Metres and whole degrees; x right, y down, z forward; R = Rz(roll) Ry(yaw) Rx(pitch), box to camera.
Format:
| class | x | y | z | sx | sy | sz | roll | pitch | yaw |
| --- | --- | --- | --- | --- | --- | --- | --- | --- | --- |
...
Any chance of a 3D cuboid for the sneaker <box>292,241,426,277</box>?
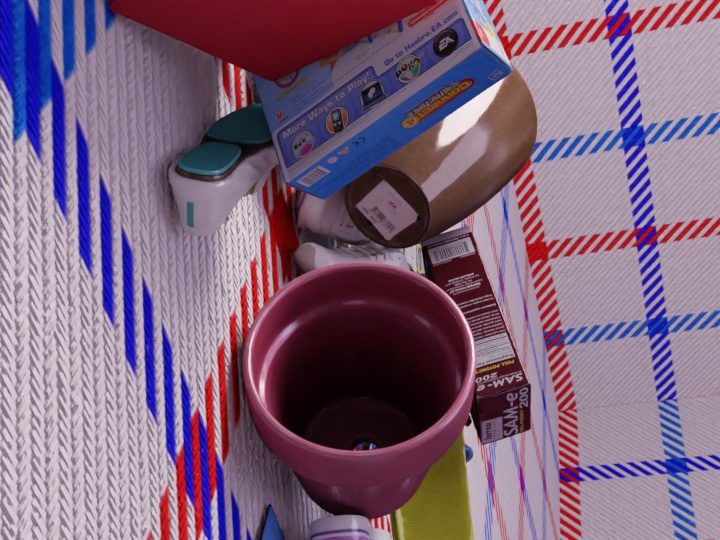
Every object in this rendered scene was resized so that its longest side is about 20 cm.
| class | x | y | z | sx | sy | sz | roll | pitch | yaw |
| --- | --- | --- | --- | --- | --- | --- | --- | --- | --- |
| sneaker | 0.000 | 0.000 | 1.159 | 0.081 | 0.070 | 0.200 | -54 | 145 | 4 |

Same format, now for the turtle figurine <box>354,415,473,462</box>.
| class | x | y | z | sx | sy | sz | roll | pitch | yaw |
| --- | --- | --- | --- | --- | --- | --- | --- | --- | --- |
| turtle figurine | 0.005 | 0.164 | 1.181 | 0.143 | 0.199 | 0.196 | -23 | 82 | -48 |

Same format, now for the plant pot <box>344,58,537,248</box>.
| class | x | y | z | sx | sy | sz | roll | pitch | yaw |
| --- | --- | --- | --- | --- | --- | --- | --- | --- | --- |
| plant pot | 0.065 | -0.114 | 1.135 | 0.201 | 0.184 | 0.189 | -54 | 136 | -47 |

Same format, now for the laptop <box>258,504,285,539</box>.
| class | x | y | z | sx | sy | sz | roll | pitch | yaw |
| --- | --- | --- | --- | --- | --- | --- | --- | --- | --- |
| laptop | -0.023 | 0.331 | 0.918 | 0.116 | 0.198 | 0.189 | -40 | 128 | -32 |

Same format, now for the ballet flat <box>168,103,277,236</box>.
| class | x | y | z | sx | sy | sz | roll | pitch | yaw |
| --- | --- | --- | --- | --- | --- | --- | --- | --- | --- |
| ballet flat | -0.107 | -0.083 | 0.915 | 0.200 | 0.068 | 0.071 | -58 | 139 | -63 |

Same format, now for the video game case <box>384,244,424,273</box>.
| class | x | y | z | sx | sy | sz | roll | pitch | yaw |
| --- | --- | --- | --- | --- | --- | --- | --- | --- | --- |
| video game case | 0.066 | 0.032 | 1.338 | 0.182 | 0.023 | 0.204 | 31 | 54 | -60 |

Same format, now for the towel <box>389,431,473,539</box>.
| class | x | y | z | sx | sy | sz | roll | pitch | yaw |
| --- | --- | --- | --- | --- | --- | --- | --- | --- | --- |
| towel | 0.067 | 0.190 | 1.106 | 0.018 | 0.084 | 0.204 | 158 | -73 | -79 |

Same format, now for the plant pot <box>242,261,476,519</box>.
| class | x | y | z | sx | sy | sz | roll | pitch | yaw |
| --- | --- | --- | --- | --- | --- | --- | --- | --- | --- |
| plant pot | -0.001 | 0.125 | 0.989 | 0.180 | 0.196 | 0.202 | 90 | 4 | -51 |

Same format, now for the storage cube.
| class | x | y | z | sx | sy | sz | roll | pitch | yaw |
| --- | --- | --- | --- | --- | --- | --- | --- | --- | --- |
| storage cube | -0.064 | -0.268 | 0.819 | 0.199 | 0.178 | 0.174 | 15 | 65 | -48 |

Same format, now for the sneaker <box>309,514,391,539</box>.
| class | x | y | z | sx | sy | sz | roll | pitch | yaw |
| --- | --- | --- | --- | --- | --- | --- | --- | --- | --- |
| sneaker | -0.008 | 0.299 | 1.035 | 0.201 | 0.071 | 0.116 | 57 | 23 | -69 |

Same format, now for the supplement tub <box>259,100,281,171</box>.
| class | x | y | z | sx | sy | sz | roll | pitch | yaw |
| --- | --- | --- | --- | --- | --- | --- | --- | --- | --- |
| supplement tub | -0.049 | -0.194 | 1.091 | 0.107 | 0.105 | 0.204 | 43 | 42 | -67 |

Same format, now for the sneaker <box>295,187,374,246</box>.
| class | x | y | z | sx | sy | sz | roll | pitch | yaw |
| --- | --- | --- | --- | --- | --- | --- | --- | --- | --- |
| sneaker | -0.007 | -0.066 | 1.186 | 0.200 | 0.098 | 0.076 | 14 | 94 | -74 |

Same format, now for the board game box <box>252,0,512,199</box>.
| class | x | y | z | sx | sy | sz | roll | pitch | yaw |
| --- | --- | --- | --- | --- | --- | --- | --- | --- | --- |
| board game box | 0.001 | -0.196 | 0.907 | 0.056 | 0.199 | 0.198 | 20 | 46 | -53 |

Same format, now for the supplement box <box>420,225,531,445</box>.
| class | x | y | z | sx | sy | sz | roll | pitch | yaw |
| --- | --- | --- | --- | --- | --- | --- | --- | --- | --- |
| supplement box | 0.121 | 0.067 | 1.174 | 0.109 | 0.060 | 0.202 | 77 | -3 | -56 |
